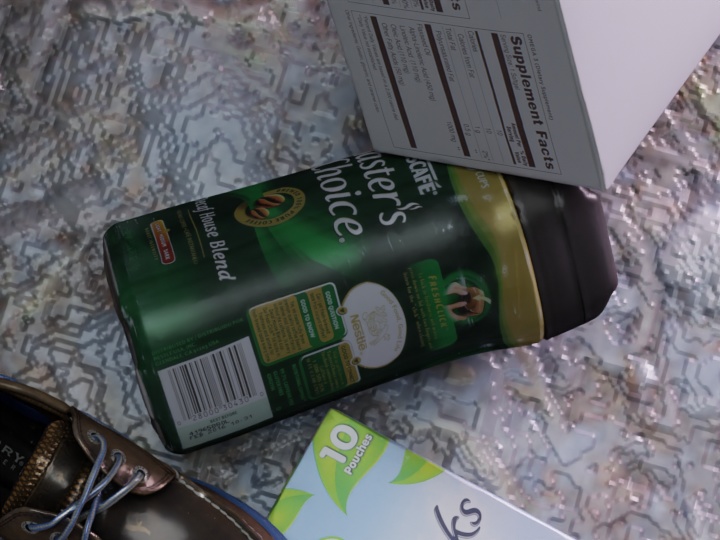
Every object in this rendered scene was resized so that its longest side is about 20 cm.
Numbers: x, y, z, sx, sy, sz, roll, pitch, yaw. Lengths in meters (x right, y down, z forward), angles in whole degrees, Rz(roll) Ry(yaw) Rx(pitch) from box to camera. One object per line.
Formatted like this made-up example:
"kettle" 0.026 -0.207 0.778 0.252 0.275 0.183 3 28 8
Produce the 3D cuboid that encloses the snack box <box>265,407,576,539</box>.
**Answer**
"snack box" 0.041 0.166 0.961 0.200 0.053 0.142 28 76 8

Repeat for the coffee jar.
"coffee jar" 0.000 0.000 0.978 0.199 0.104 0.086 -17 117 -5

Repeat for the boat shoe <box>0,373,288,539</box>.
"boat shoe" -0.112 0.094 0.942 0.200 0.072 0.072 23 75 25

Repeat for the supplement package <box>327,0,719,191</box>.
"supplement package" 0.081 -0.158 0.947 0.111 0.156 0.200 12 47 34
